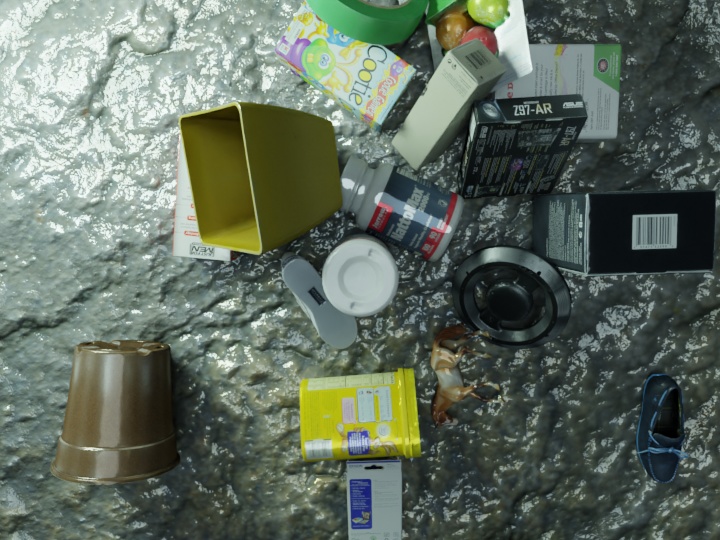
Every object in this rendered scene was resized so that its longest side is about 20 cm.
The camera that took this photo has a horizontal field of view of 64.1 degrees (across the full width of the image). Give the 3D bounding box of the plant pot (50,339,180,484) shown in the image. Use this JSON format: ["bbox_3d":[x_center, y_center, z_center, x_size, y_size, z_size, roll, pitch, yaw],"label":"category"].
[{"bbox_3d":[-0.398,0.222,0.957,0.198,0.200,0.200,4,90,-1],"label":"plant pot"}]

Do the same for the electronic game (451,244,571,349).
[{"bbox_3d":[0.249,0.048,0.964,0.199,0.042,0.201,15,126,22],"label":"electronic game"}]

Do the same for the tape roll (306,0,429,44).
[{"bbox_3d":[0.007,-0.439,0.884,0.199,0.048,0.202,9,62,-18],"label":"tape roll"}]

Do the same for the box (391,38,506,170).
[{"bbox_3d":[0.130,-0.249,0.885,0.082,0.200,0.068,-35,81,-36],"label":"box"}]

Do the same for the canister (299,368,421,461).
[{"bbox_3d":[-0.001,0.251,0.992,0.198,0.087,0.150,-5,71,3],"label":"canister"}]

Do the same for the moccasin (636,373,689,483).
[{"bbox_3d":[0.536,0.288,1.024,0.080,0.068,0.202,-8,97,1],"label":"moccasin"}]

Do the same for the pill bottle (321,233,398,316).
[{"bbox_3d":[0.000,0.000,0.919,0.112,0.200,0.114,0,97,0],"label":"pill bottle"}]

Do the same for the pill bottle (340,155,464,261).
[{"bbox_3d":[0.057,-0.106,0.948,0.199,0.120,0.120,23,96,-3],"label":"pill bottle"}]

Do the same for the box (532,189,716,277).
[{"bbox_3d":[0.404,-0.063,0.909,0.198,0.197,0.125,-2,95,-5],"label":"box"}]

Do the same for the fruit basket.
[{"bbox_3d":[0.181,-0.367,0.891,0.093,0.185,0.202,-10,88,-38],"label":"fruit basket"}]

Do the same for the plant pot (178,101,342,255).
[{"bbox_3d":[-0.140,-0.147,0.877,0.175,0.199,0.202,-16,106,-37],"label":"plant pot"}]

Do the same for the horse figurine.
[{"bbox_3d":[0.173,0.177,1.011,0.131,0.050,0.202,-10,106,21],"label":"horse figurine"}]

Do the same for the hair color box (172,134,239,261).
[{"bbox_3d":[-0.255,-0.121,0.972,0.101,0.061,0.202,6,96,-1],"label":"hair color box"}]

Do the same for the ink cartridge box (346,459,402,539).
[{"bbox_3d":[0.025,0.406,1.026,0.098,0.039,0.202,0,114,0],"label":"ink cartridge box"}]

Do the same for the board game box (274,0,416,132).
[{"bbox_3d":[-0.023,-0.328,0.926,0.199,0.103,0.105,33,96,-4],"label":"board game box"}]

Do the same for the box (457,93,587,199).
[{"bbox_3d":[0.244,-0.187,0.902,0.159,0.200,0.044,-4,65,1],"label":"box"}]

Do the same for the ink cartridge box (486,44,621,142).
[{"bbox_3d":[0.310,-0.286,0.943,0.198,0.084,0.146,0,97,0],"label":"ink cartridge box"}]

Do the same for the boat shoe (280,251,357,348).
[{"bbox_3d":[-0.070,0.048,0.993,0.073,0.065,0.201,-31,117,-4],"label":"boat shoe"}]
